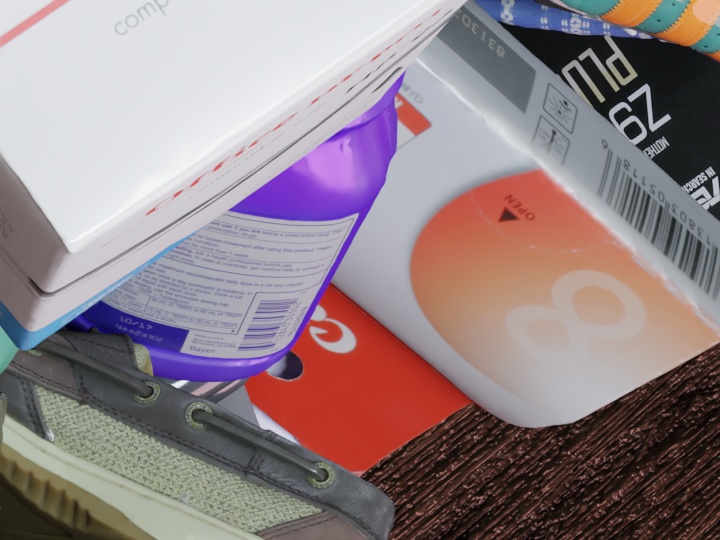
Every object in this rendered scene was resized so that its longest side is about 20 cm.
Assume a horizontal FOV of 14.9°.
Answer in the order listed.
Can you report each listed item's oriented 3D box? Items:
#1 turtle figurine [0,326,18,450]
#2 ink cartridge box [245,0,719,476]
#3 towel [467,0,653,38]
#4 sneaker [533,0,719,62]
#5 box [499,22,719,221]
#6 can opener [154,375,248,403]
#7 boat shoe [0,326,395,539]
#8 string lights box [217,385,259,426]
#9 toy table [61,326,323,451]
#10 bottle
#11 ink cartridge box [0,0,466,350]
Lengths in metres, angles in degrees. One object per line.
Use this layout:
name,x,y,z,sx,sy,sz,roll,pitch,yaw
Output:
turtle figurine,-0.136,0.036,0.718,0.200,0.101,0.149,-47,-164,-31
ink cartridge box,0.000,0.000,0.902,0.200,0.162,0.050,-35,-154,37
towel,0.075,-0.083,0.912,0.198,0.024,0.145,6,-172,12
sneaker,0.085,-0.094,0.734,0.079,0.200,0.072,-12,-124,32
box,0.148,-0.123,1.067,0.200,0.164,0.086,-36,180,32
can opener,-0.110,0.083,0.869,0.199,0.067,0.053,-32,173,-14
boat shoe,-0.081,0.051,0.812,0.066,0.200,0.072,-51,156,-31
string lights box,-0.119,0.106,0.923,0.199,0.059,0.103,-21,-143,-2
toy table,-0.107,0.078,1.049,0.199,0.185,0.117,-20,176,-8
bottle,-0.033,-0.040,0.783,0.200,0.083,0.066,118,-21,-55
ink cartridge box,-0.039,-0.052,0.576,0.116,0.068,0.200,-36,179,-13
